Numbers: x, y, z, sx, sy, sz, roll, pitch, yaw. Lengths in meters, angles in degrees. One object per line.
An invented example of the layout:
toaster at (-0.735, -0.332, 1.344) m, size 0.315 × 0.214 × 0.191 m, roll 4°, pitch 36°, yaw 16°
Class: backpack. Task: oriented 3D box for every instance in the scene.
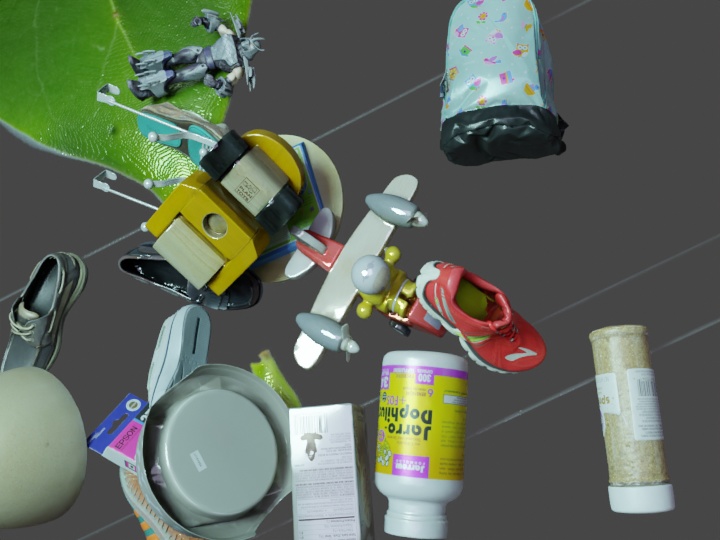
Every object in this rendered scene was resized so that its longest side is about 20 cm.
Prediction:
backpack at (0.176, -0.245, 0.915) m, size 0.164 × 0.127 × 0.203 m, roll -1°, pitch 74°, yaw 14°

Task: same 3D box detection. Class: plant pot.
plant pot at (-0.457, 0.229, 0.895) m, size 0.198 × 0.134 × 0.204 m, roll 1°, pitch 92°, yaw 27°

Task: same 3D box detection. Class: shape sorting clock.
shape sorting clock at (-0.114, -0.083, 0.979) m, size 0.197 × 0.039 × 0.203 m, roll -2°, pitch 83°, yaw 18°

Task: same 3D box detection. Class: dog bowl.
dog bowl at (-0.167, 0.213, 0.845) m, size 0.059 × 0.198 × 0.202 m, roll -38°, pitch 67°, yaw 45°

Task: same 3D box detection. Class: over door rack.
over door rack at (-0.286, -0.136, 0.974) m, size 0.198 × 0.067 × 0.149 m, roll 28°, pitch 125°, yaw 16°

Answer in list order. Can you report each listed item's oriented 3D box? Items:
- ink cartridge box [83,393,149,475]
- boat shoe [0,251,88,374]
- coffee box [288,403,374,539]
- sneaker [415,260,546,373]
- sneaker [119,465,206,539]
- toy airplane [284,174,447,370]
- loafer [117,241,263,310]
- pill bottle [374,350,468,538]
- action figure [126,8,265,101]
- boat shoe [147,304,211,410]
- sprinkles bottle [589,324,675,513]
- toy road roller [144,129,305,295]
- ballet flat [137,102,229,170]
ink cartridge box at (-0.242, 0.219, 0.914) m, size 0.198 × 0.037 × 0.095 m, roll 22°, pitch 44°, yaw 17°
boat shoe at (-0.446, 0.064, 0.994) m, size 0.074 × 0.073 × 0.203 m, roll 16°, pitch 81°, yaw 14°
coffee box at (-0.031, 0.261, 0.845) m, size 0.078 × 0.114 × 0.203 m, roll -6°, pitch 77°, yaw 8°
sneaker at (0.148, 0.060, 0.830) m, size 0.199 × 0.085 × 0.078 m, roll 34°, pitch 74°, yaw -25°
sneaker at (-0.242, 0.309, 0.898) m, size 0.200 × 0.071 × 0.081 m, roll 42°, pitch 131°, yaw 35°
toy airplane at (0.000, 0.000, 0.864) m, size 0.196 × 0.141 × 0.203 m, roll -13°, pitch 86°, yaw -3°
loafer at (-0.227, 0.013, 0.960) m, size 0.197 × 0.063 × 0.073 m, roll 15°, pitch 105°, yaw 17°
pill bottle at (0.070, 0.199, 0.844) m, size 0.103 × 0.104 × 0.203 m, roll 2°, pitch 77°, yaw 11°
action figure at (-0.229, -0.298, 1.039) m, size 0.197 × 0.069 × 0.132 m, roll -16°, pitch 70°, yaw 4°
boat shoe at (-0.235, 0.144, 0.928) m, size 0.066 × 0.073 × 0.202 m, roll -21°, pitch 47°, yaw 35°
sprinkles bottle at (0.305, 0.166, 0.824) m, size 0.067 × 0.068 × 0.203 m, roll -5°, pitch 76°, yaw 10°
toy road roller at (-0.151, -0.084, 0.898) m, size 0.123 × 0.146 × 0.200 m, roll 44°, pitch 115°, yaw -10°
ballet flat at (-0.221, -0.187, 1.004) m, size 0.199 × 0.069 × 0.067 m, roll 31°, pitch 41°, yaw 24°
